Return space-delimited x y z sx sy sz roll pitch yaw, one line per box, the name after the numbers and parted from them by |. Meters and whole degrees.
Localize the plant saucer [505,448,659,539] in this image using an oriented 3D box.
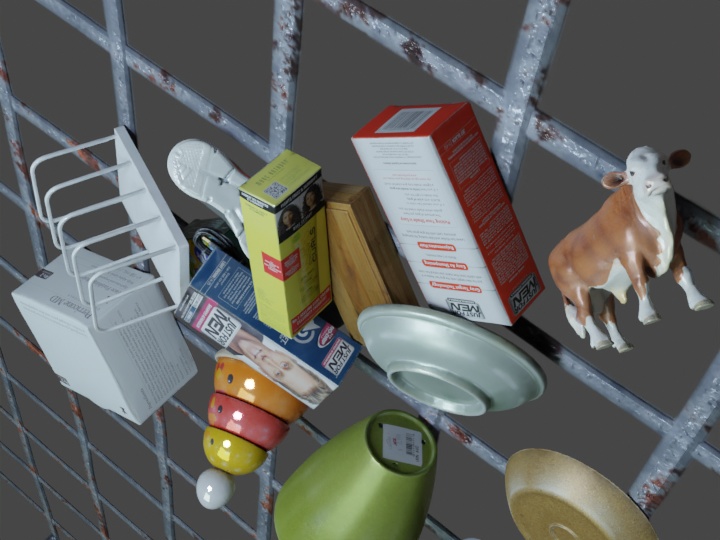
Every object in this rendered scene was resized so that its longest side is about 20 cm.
0.232 0.281 1.239 0.200 0.035 0.200 32 147 24 | plant saucer

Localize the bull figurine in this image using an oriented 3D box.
0.209 -0.012 0.884 0.200 0.065 0.122 124 134 -66 | bull figurine

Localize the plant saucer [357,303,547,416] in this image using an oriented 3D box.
0.084 0.101 1.130 0.200 0.050 0.200 20 160 8 | plant saucer

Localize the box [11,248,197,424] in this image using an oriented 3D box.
-0.378 0.093 1.686 0.199 0.131 0.200 18 139 39 | box

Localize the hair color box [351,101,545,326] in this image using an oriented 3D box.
0.080 -0.050 1.019 0.101 0.061 0.200 6 130 47 | hair color box

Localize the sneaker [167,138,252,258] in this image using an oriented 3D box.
-0.127 -0.074 1.263 0.200 0.077 0.082 46 -179 -10 | sneaker

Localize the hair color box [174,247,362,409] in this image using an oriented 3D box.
-0.107 0.068 1.287 0.200 0.061 0.100 34 152 -3 | hair color box

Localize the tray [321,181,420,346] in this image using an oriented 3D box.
0.000 0.000 1.202 0.099 0.037 0.200 11 135 45 | tray

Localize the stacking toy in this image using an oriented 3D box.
-0.152 0.210 1.449 0.146 0.200 0.146 21 162 7 | stacking toy

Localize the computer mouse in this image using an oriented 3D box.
-0.104 0.014 1.289 0.200 0.034 0.059 30 137 -8 | computer mouse

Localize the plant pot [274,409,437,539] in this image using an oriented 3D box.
0.014 0.261 1.378 0.187 0.187 0.200 40 134 12 | plant pot

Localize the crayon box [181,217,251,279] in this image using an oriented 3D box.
-0.137 0.029 1.391 0.126 0.052 0.200 -2 125 52 | crayon box

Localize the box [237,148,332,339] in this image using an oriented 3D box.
-0.074 -0.023 1.161 0.050 0.075 0.200 30 144 26 | box

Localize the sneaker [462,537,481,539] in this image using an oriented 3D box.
0.127 0.406 1.479 0.073 0.071 0.200 44 149 5 | sneaker

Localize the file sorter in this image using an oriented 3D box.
-0.303 -0.044 1.378 0.200 0.124 0.139 57 156 27 | file sorter
